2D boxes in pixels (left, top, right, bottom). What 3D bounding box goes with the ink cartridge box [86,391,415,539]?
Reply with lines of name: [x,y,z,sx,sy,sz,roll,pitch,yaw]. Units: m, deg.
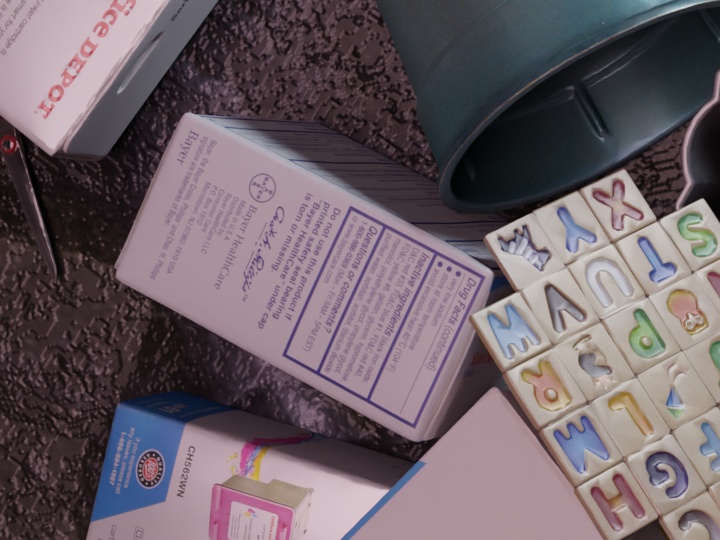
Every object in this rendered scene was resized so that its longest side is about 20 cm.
ink cartridge box: [-0.054,0.167,1.466,0.200,0.085,0.145,15,96,19]

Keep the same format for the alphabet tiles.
alphabet tiles: [0.151,0.048,1.278,0.200,0.166,0.006,59,148,10]

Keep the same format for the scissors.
scissors: [-0.226,-0.089,1.567,0.073,0.014,0.200,-6,90,19]

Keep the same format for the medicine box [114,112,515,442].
medicine box: [0.000,0.000,1.389,0.200,0.182,0.103,29,101,19]

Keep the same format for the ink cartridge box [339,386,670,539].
ink cartridge box: [0.111,0.163,1.353,0.129,0.200,0.125,-46,59,15]

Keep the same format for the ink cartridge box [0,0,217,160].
ink cartridge box: [-0.199,-0.180,1.505,0.200,0.084,0.145,39,99,13]

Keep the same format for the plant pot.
plant pot: [0.088,-0.166,1.359,0.200,0.200,0.196,-34,71,18]

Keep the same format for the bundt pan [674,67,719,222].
bundt pan: [0.274,-0.042,1.339,0.202,0.076,0.202,1,92,22]
